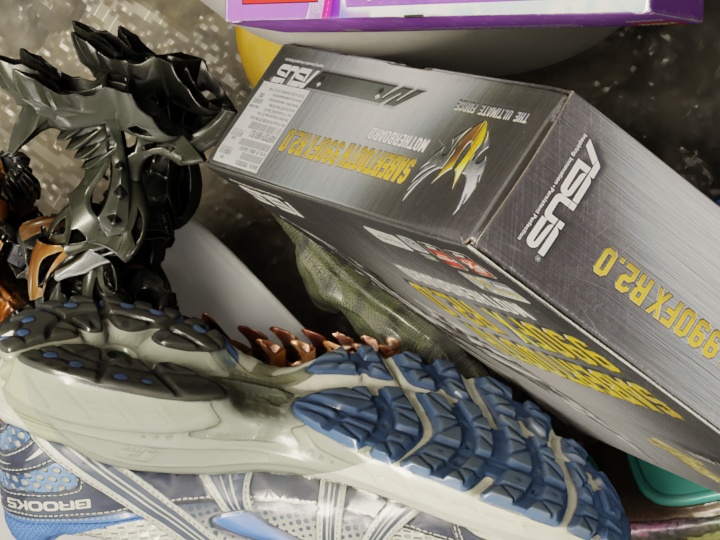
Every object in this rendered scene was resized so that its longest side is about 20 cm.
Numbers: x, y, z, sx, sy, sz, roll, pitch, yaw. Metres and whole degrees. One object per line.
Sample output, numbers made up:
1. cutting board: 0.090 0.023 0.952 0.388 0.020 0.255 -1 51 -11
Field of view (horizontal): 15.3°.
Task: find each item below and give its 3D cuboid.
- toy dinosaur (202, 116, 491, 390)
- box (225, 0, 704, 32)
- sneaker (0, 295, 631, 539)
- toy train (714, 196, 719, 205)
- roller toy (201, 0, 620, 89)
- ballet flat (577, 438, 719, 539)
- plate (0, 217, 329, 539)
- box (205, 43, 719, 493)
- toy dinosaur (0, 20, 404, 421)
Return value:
1. toy dinosaur: 0.000 0.000 0.913 0.200 0.088 0.047 42 101 24
2. box: 0.030 -0.168 0.750 0.137 0.039 0.200 2 91 31
3. sneaker: -0.018 0.070 0.823 0.200 0.077 0.085 15 115 1
4. toy train: 0.197 0.007 0.880 0.200 0.034 0.046 13 99 16
5. roller toy: 0.024 -0.153 0.858 0.182 0.140 0.200 -11 85 25
6. ballet flat: 0.092 0.087 0.906 0.200 0.069 0.071 -15 119 5
7. plate: -0.068 0.107 0.872 0.200 0.032 0.200 -44 63 -8
8. box: 0.059 0.004 0.753 0.158 0.200 0.048 37 84 -23
9. toy dinosaur: -0.087 -0.004 0.868 0.200 0.102 0.136 11 105 -13
